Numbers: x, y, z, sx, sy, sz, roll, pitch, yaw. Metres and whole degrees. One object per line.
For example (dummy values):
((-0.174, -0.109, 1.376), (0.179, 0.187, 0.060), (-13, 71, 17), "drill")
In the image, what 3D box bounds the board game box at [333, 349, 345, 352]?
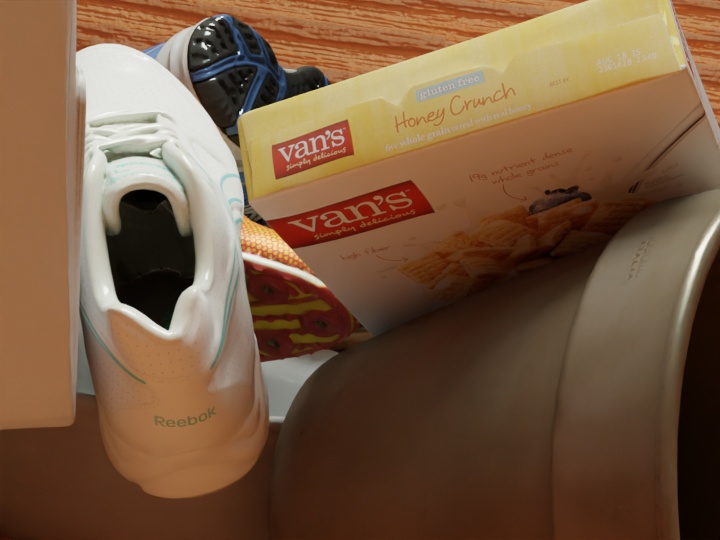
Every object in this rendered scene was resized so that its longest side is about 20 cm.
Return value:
((-0.018, 0.052, 0.923), (0.103, 0.105, 0.200), (4, 8, -39), "board game box")

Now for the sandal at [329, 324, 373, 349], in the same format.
((0.004, -0.003, 0.781), (0.211, 0.070, 0.078), (16, 43, 40), "sandal")

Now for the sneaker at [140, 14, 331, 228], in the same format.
((-0.058, -0.060, 0.818), (0.077, 0.076, 0.200), (-11, -22, 19), "sneaker")

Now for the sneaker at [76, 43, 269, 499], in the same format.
((-0.071, -0.022, 0.607), (0.070, 0.080, 0.201), (-13, 47, -8), "sneaker")

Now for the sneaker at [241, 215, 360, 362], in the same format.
((-0.081, -0.017, 0.711), (0.200, 0.073, 0.077), (15, 54, 30), "sneaker")

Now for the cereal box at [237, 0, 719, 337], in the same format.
((0.061, -0.016, 0.619), (0.144, 0.040, 0.200), (-17, -28, 15), "cereal box")

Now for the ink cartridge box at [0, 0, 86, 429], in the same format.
((-0.195, -0.031, 0.562), (0.199, 0.145, 0.145), (-3, 13, -16), "ink cartridge box")

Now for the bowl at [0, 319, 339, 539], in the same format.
((-0.086, 0.076, 0.703), (0.200, 0.091, 0.201), (8, 7, -1), "bowl")

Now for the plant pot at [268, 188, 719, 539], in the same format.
((0.070, 0.078, 0.585), (0.173, 0.201, 0.200), (-6, -3, 35), "plant pot")
